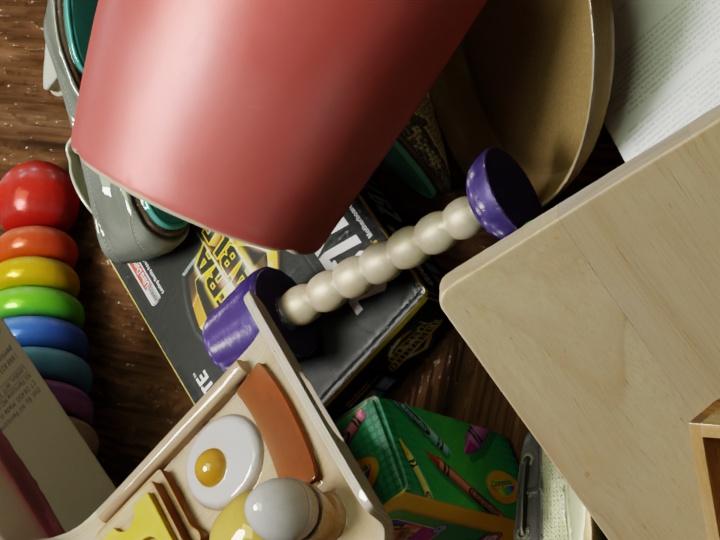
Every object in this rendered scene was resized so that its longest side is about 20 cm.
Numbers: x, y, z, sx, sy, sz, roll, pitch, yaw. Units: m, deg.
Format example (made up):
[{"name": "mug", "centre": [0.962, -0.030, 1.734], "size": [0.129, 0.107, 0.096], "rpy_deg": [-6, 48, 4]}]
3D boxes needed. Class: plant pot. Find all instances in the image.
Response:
[{"name": "plant pot", "centre": [-0.051, -0.117, 1.087], "size": [0.200, 0.200, 0.178], "rpy_deg": [33, 104, 39]}, {"name": "plant pot", "centre": [0.082, -0.131, 1.123], "size": [0.200, 0.027, 0.201], "rpy_deg": [171, 90, -67]}]

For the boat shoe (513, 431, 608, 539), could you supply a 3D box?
[{"name": "boat shoe", "centre": [0.108, 0.170, 1.055], "size": [0.065, 0.073, 0.201], "rpy_deg": [-11, 67, 47]}]

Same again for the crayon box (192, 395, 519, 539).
[{"name": "crayon box", "centre": [-0.021, 0.149, 1.124], "size": [0.200, 0.119, 0.058], "rpy_deg": [-36, 57, 25]}]

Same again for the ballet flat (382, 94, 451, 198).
[{"name": "ballet flat", "centre": [-0.017, -0.123, 1.202], "size": [0.200, 0.068, 0.075], "rpy_deg": [34, 78, 11]}]

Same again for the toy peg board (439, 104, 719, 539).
[{"name": "toy peg board", "centre": [0.172, 0.020, 0.983], "size": [0.199, 0.200, 0.098], "rpy_deg": [-32, 16, 15]}]

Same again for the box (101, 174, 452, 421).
[{"name": "box", "centre": [-0.048, 0.005, 1.233], "size": [0.160, 0.049, 0.200], "rpy_deg": [-46, 54, 17]}]

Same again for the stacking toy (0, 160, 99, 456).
[{"name": "stacking toy", "centre": [-0.204, 0.023, 1.334], "size": [0.085, 0.085, 0.201], "rpy_deg": [-17, 63, 34]}]

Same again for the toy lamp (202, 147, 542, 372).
[{"name": "toy lamp", "centre": [0.000, 0.000, 1.130], "size": [0.200, 0.058, 0.058], "rpy_deg": [-30, 61, 27]}]

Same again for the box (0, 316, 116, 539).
[{"name": "box", "centre": [-0.223, 0.147, 1.225], "size": [0.128, 0.109, 0.200], "rpy_deg": [-24, 105, 31]}]

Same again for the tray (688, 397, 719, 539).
[{"name": "tray", "centre": [0.209, 0.155, 0.932], "size": [0.098, 0.037, 0.201], "rpy_deg": [2, 110, 39]}]

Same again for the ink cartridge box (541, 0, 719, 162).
[{"name": "ink cartridge box", "centre": [0.182, -0.086, 1.074], "size": [0.109, 0.050, 0.200], "rpy_deg": [-40, 57, 24]}]

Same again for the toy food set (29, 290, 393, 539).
[{"name": "toy food set", "centre": [-0.084, 0.129, 1.063], "size": [0.200, 0.060, 0.144], "rpy_deg": [-46, 54, 18]}]

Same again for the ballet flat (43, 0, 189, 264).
[{"name": "ballet flat", "centre": [-0.157, -0.099, 1.253], "size": [0.064, 0.067, 0.201], "rpy_deg": [-24, 80, 37]}]
